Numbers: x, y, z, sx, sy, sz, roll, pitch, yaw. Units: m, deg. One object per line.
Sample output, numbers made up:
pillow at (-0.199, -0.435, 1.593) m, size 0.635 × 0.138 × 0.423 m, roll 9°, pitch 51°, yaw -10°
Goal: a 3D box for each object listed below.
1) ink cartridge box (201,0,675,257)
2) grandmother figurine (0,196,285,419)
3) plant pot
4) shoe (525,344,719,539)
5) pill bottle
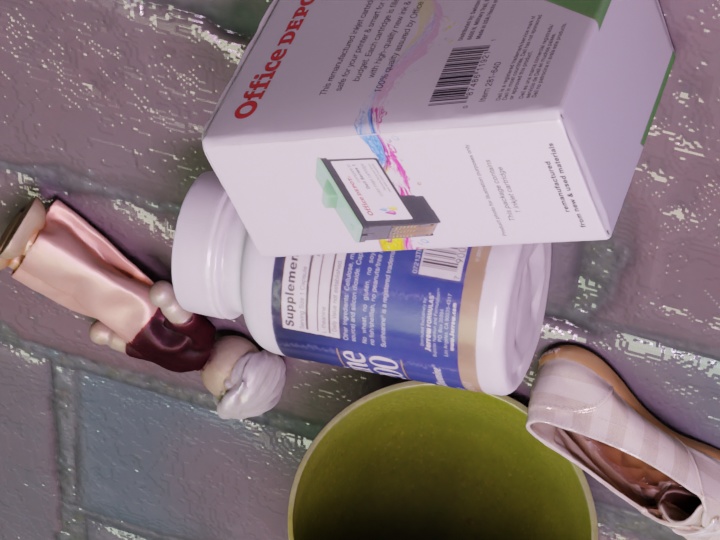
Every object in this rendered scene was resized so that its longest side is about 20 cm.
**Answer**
ink cartridge box at (0.041, -0.087, 1.170) m, size 0.199 × 0.145 × 0.084 m, roll -3°, pitch 132°, yaw 28°
grandmother figurine at (-0.132, 0.028, 1.446) m, size 0.199 × 0.061 × 0.121 m, roll 33°, pitch 166°, yaw -13°
plant pot at (0.039, 0.193, 1.459) m, size 0.186 × 0.188 × 0.200 m, roll 22°, pitch 154°, yaw 4°
shoe at (0.176, 0.125, 1.392) m, size 0.200 × 0.054 × 0.070 m, roll 38°, pitch 137°, yaw -14°
pill bottle at (0.000, 0.000, 1.305) m, size 0.199 × 0.111 × 0.111 m, roll 10°, pitch 137°, yaw 17°
